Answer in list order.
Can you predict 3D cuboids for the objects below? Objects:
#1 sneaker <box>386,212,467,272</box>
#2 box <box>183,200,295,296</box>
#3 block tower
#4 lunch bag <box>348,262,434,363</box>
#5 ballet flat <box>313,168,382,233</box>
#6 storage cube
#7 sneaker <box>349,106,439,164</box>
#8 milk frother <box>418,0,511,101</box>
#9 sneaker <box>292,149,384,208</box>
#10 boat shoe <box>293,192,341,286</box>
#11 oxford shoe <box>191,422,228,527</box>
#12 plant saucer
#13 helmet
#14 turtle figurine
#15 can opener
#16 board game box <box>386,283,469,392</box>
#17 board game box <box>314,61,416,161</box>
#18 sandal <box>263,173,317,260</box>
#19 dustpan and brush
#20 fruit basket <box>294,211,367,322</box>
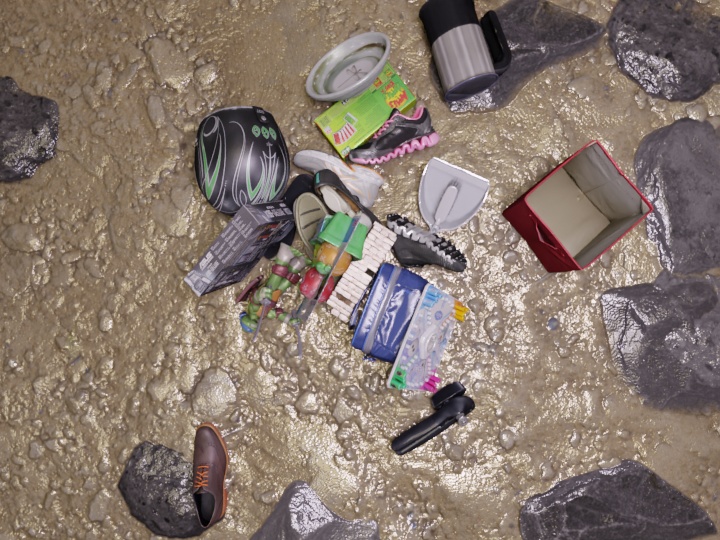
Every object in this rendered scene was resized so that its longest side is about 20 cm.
[{"bbox_3d":[0.126,-0.036,1.064,0.199,0.066,0.091,32,120,24],"label":"sneaker"},{"bbox_3d":[-0.231,-0.045,1.014,0.050,0.158,0.200,46,111,6],"label":"box"},{"bbox_3d":[0.000,0.000,1.024,0.054,0.058,0.202,31,87,-5],"label":"block tower"},{"bbox_3d":[0.052,0.091,1.041,0.131,0.136,0.202,22,86,5],"label":"lunch bag"},{"bbox_3d":[-0.028,-0.116,1.053,0.068,0.069,0.200,-34,115,27],"label":"ballet flat"},{"bbox_3d":[0.411,-0.115,1.021,0.199,0.180,0.172,-40,87,0],"label":"storage cube"},{"bbox_3d":[0.063,-0.282,1.072,0.197,0.079,0.097,-21,114,-11],"label":"sneaker"},{"bbox_3d":[0.232,-0.476,1.033,0.178,0.200,0.191,-18,87,-3],"label":"milk frother"},{"bbox_3d":[-0.055,-0.188,1.091,0.197,0.076,0.093,19,92,3],"label":"sneaker"},{"bbox_3d":[-0.087,-0.059,1.064,0.074,0.068,0.202,-25,102,-17],"label":"boat shoe"},{"bbox_3d":[-0.312,0.420,1.067,0.070,0.073,0.203,-9,87,2],"label":"oxford shoe"},{"bbox_3d":[-0.019,-0.409,1.075,0.198,0.050,0.202,-18,46,20],"label":"plant saucer"},{"bbox_3d":[-0.233,-0.205,1.033,0.197,0.200,0.194,-7,86,1],"label":"helmet"},{"bbox_3d":[-0.151,0.059,1.048,0.143,0.199,0.196,31,83,-32],"label":"turtle figurine"},{"bbox_3d":[0.151,0.319,1.076,0.199,0.079,0.063,-40,126,3],"label":"can opener"},{"bbox_3d":[0.139,0.142,1.013,0.026,0.199,0.203,21,88,32],"label":"board game box"},{"bbox_3d":[0.010,-0.336,1.106,0.199,0.048,0.102,-39,87,0],"label":"board game box"},{"bbox_3d":[-0.159,-0.113,1.085,0.076,0.043,0.202,31,105,5],"label":"sandal"},{"bbox_3d":[0.168,-0.114,1.084,0.138,0.057,0.202,24,118,4],"label":"dustpan and brush"},{"bbox_3d":[-0.070,-0.006,0.940,0.093,0.185,0.201,33,83,-11],"label":"fruit basket"}]
